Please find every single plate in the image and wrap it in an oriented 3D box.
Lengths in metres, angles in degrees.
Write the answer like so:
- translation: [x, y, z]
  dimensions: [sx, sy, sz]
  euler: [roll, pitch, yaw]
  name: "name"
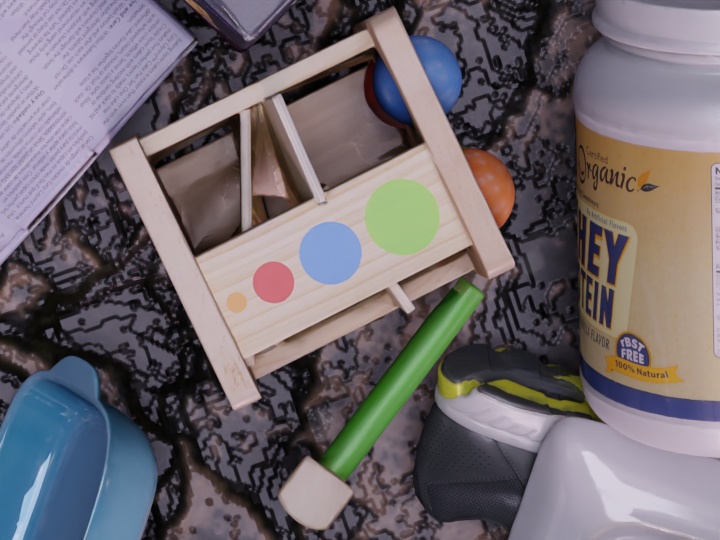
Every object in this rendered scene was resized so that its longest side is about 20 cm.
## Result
- translation: [0.151, 0.181, 1.380]
  dimensions: [0.199, 0.032, 0.200]
  euler: [17, 116, -5]
  name: "plate"

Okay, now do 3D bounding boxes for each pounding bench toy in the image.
- translation: [0.000, 0.000, 1.354]
  dimensions: [0.155, 0.124, 0.201]
  euler: [-26, 94, -2]
  name: "pounding bench toy"

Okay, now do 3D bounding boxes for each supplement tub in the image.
- translation: [0.165, -0.033, 1.323]
  dimensions: [0.144, 0.144, 0.201]
  euler: [-4, 109, -3]
  name: "supplement tub"

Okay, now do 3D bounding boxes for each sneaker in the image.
- translation: [0.116, 0.101, 1.402]
  dimensions: [0.199, 0.075, 0.085]
  euler: [22, 116, -9]
  name: "sneaker"

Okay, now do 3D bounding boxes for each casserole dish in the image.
- translation: [-0.144, 0.139, 1.364]
  dimensions: [0.039, 0.121, 0.201]
  euler: [18, 92, -31]
  name: "casserole dish"

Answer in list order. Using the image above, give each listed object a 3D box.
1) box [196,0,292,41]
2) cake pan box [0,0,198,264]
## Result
- translation: [-0.046, -0.173, 1.298]
  dimensions: [0.106, 0.200, 0.122]
  euler: [44, 89, -5]
  name: "box"
- translation: [-0.204, -0.094, 1.376]
  dimensions: [0.184, 0.052, 0.200]
  euler: [41, 90, -2]
  name: "cake pan box"
